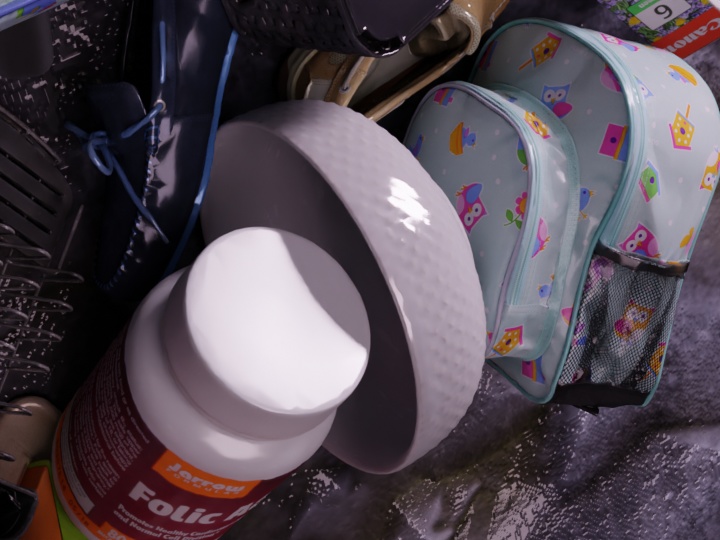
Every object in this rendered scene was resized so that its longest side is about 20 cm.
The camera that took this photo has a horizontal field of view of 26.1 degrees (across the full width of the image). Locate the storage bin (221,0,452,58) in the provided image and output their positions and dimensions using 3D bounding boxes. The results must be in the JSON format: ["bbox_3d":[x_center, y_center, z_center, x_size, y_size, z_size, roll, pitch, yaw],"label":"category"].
[{"bbox_3d":[0.012,-0.213,0.776,0.200,0.093,0.136,-45,129,-29],"label":"storage bin"}]

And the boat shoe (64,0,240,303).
[{"bbox_3d":[-0.115,-0.087,0.800,0.068,0.084,0.203,13,86,-35],"label":"boat shoe"}]

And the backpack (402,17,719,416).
[{"bbox_3d":[0.107,-0.043,0.888,0.152,0.176,0.202,14,106,-35],"label":"backpack"}]

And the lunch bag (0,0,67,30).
[{"bbox_3d":[-0.162,-0.179,0.535,0.160,0.082,0.202,-37,108,-42],"label":"lunch bag"}]

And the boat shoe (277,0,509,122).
[{"bbox_3d":[0.047,-0.143,0.871,0.200,0.076,0.072,-46,125,-10],"label":"boat shoe"}]

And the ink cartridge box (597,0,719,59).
[{"bbox_3d":[0.175,-0.188,0.914,0.050,0.110,0.199,-28,140,33],"label":"ink cartridge box"}]

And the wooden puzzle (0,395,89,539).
[{"bbox_3d":[-0.161,0.199,0.847,0.185,0.037,0.202,51,44,-37],"label":"wooden puzzle"}]

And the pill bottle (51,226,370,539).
[{"bbox_3d":[-0.078,0.067,0.791,0.113,0.115,0.200,-6,156,-30],"label":"pill bottle"}]

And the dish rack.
[{"bbox_3d":[-0.196,0.015,0.745,0.153,0.054,0.202,41,60,-52],"label":"dish rack"}]

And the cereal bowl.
[{"bbox_3d":[0.000,0.000,0.821,0.083,0.199,0.202,-27,122,-28],"label":"cereal bowl"}]

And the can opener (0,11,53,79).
[{"bbox_3d":[-0.173,-0.164,0.688,0.066,0.053,0.201,-10,149,-6],"label":"can opener"}]
